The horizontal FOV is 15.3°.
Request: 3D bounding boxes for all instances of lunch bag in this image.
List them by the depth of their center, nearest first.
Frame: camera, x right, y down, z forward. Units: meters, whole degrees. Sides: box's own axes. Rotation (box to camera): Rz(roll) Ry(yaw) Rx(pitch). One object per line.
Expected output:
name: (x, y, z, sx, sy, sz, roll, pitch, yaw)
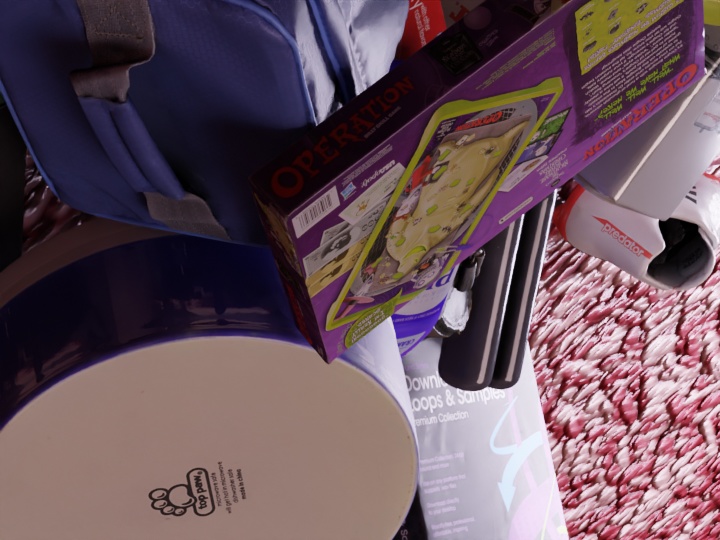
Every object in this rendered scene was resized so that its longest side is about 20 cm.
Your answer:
lunch bag: (-0.063, -0.097, 1.014, 0.200, 0.135, 0.133, 71, 29, -60)

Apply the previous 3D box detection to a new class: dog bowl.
dog bowl: (-0.076, 0.069, 1.146, 0.198, 0.079, 0.201, -7, 135, -8)

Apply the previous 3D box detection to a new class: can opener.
can opener: (0.093, -0.030, 1.417, 0.053, 0.067, 0.202, -1, 104, -51)

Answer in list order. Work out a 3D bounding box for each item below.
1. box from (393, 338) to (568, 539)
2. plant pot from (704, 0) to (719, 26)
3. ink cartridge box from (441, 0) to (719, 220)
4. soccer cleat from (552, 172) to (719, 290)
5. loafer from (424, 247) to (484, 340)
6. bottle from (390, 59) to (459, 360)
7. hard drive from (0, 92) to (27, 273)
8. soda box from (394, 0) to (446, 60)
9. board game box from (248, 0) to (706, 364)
box: (0.059, 0.117, 1.492, 0.036, 0.202, 0.143, -17, 173, 35)
plant pot: (0.115, -0.222, 1.109, 0.181, 0.200, 0.200, -15, 141, -38)
ink cartridge box: (0.143, -0.146, 1.297, 0.200, 0.147, 0.083, -52, 154, 11)
soccer cleat: (0.184, -0.021, 1.588, 0.069, 0.085, 0.200, -56, 152, 15)
loafer: (0.035, -0.031, 1.328, 0.201, 0.062, 0.072, 70, 30, -48)
bottle: (0.000, 0.000, 1.204, 0.083, 0.065, 0.201, -4, 134, -27)
hard drive: (-0.200, -0.015, 1.081, 0.139, 0.038, 0.201, -31, 149, -31)
soda box: (-0.016, -0.146, 1.143, 0.063, 0.070, 0.200, -40, 152, -14)
board game box: (0.050, -0.057, 1.031, 0.200, 0.032, 0.120, -37, 149, -12)
